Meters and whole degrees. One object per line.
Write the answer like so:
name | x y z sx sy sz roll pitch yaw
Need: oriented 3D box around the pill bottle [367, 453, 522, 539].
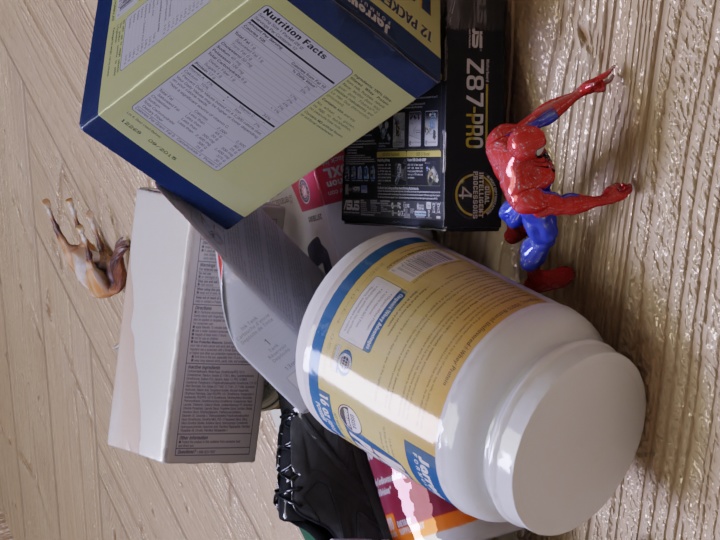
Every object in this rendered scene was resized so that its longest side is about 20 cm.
pill bottle | 0.053 0.098 1.613 0.114 0.113 0.201 145 110 -70

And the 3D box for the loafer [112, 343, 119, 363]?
loafer | -0.219 0.066 2.461 0.200 0.075 0.069 -25 78 62

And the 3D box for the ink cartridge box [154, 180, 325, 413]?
ink cartridge box | -0.094 -0.012 1.588 0.200 0.057 0.163 42 -164 -24

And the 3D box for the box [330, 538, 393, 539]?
box | 0.021 0.304 1.595 0.132 0.114 0.200 -47 63 20

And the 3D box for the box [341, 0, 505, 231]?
box | 0.040 -0.109 1.551 0.200 0.049 0.163 -175 84 -70

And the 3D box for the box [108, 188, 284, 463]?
box | -0.126 0.042 1.727 0.077 0.094 0.202 11 94 48

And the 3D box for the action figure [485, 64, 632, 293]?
action figure | 0.128 -0.055 1.382 0.200 0.098 0.066 61 -175 -70

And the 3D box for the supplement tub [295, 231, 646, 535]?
supplement tub | 0.069 0.072 1.446 0.199 0.144 0.146 28 132 42

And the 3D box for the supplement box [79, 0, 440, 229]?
supplement box | -0.062 -0.176 1.480 0.199 0.134 0.201 -32 39 33

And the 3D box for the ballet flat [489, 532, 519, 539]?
ballet flat | 0.089 0.208 1.693 0.200 0.074 0.075 -131 32 -50

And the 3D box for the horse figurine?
horse figurine | -0.324 -0.016 2.720 0.200 0.050 0.133 28 142 58

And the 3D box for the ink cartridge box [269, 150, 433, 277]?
ink cartridge box | 0.000 0.000 1.742 0.145 0.084 0.202 169 86 -72

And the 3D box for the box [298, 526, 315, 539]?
box | 0.027 0.248 1.776 0.036 0.144 0.201 -47 48 20

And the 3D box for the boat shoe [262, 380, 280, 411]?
boat shoe | -0.083 0.020 1.822 0.062 0.074 0.202 28 -131 -61

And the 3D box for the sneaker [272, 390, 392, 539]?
sneaker | -0.032 0.143 1.693 0.201 0.090 0.076 65 162 4

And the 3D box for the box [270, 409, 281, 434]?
box | -0.035 0.076 1.889 0.078 0.094 0.201 128 124 -69
